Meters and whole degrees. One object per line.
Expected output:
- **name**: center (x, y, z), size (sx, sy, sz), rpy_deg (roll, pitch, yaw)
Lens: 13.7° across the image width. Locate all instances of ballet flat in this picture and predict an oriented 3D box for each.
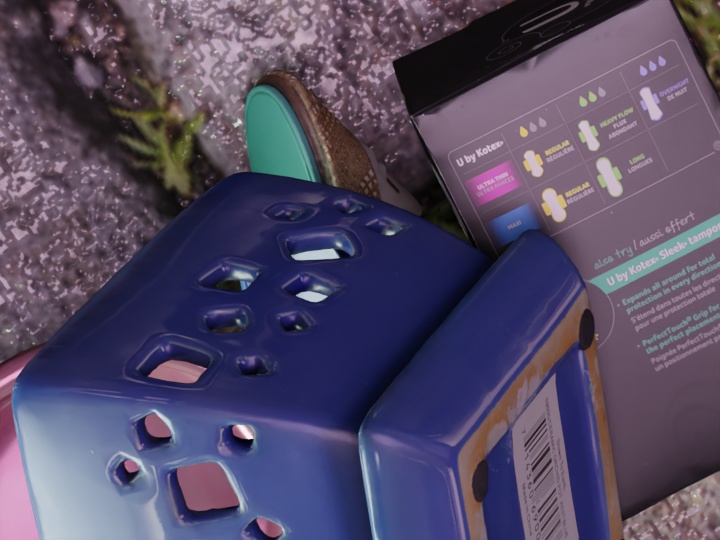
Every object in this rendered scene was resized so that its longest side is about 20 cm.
- **ballet flat**: center (0.000, 0.000, 1.360), size (0.065, 0.070, 0.201), rpy_deg (-20, 107, -27)

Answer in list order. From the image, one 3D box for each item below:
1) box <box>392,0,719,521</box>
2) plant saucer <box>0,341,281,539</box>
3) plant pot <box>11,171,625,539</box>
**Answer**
- **box**: center (0.113, -0.020, 1.310), size (0.124, 0.149, 0.201), rpy_deg (-27, 102, 4)
- **plant saucer**: center (-0.110, 0.123, 1.377), size (0.200, 0.051, 0.202), rpy_deg (-1, 102, -3)
- **plant pot**: center (-0.003, 0.090, 1.207), size (0.179, 0.200, 0.201), rpy_deg (3, 118, 27)
